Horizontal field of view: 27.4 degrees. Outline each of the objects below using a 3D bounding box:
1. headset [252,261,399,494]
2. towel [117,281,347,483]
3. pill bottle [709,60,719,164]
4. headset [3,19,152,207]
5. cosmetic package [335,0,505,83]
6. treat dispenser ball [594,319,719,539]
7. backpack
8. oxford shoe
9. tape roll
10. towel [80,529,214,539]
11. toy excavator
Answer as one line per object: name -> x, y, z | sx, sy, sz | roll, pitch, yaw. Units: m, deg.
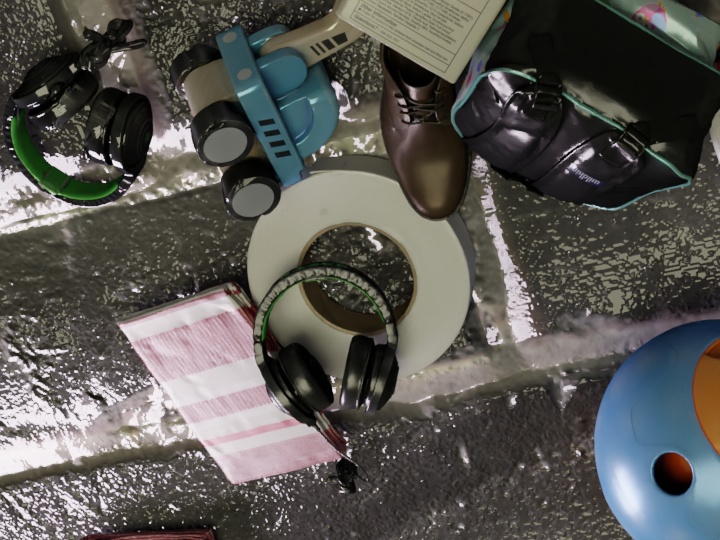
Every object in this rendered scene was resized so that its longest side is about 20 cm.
headset -> -0.024, 0.092, 1.270 | 0.122, 0.094, 0.203 | -8, 98, 4
towel -> -0.116, 0.105, 1.339 | 0.143, 0.023, 0.201 | -17, 117, 34
pill bottle -> 0.357, -0.128, 1.078 | 0.198, 0.111, 0.112 | -18, 111, 21
headset -> -0.232, -0.127, 1.224 | 0.123, 0.094, 0.201 | 31, 130, -4
cosmetic package -> 0.074, -0.245, 1.020 | 0.104, 0.071, 0.201 | 30, 119, -8
treat dispenser ball -> 0.286, 0.140, 1.177 | 0.198, 0.201, 0.204 | 6, 117, 11
backpack -> 0.163, -0.131, 1.087 | 0.174, 0.155, 0.200 | 25, 162, -5
oxford shoe -> 0.044, -0.130, 1.156 | 0.072, 0.085, 0.203 | -8, 108, 9
tape roll -> 0.000, 0.000, 1.272 | 0.200, 0.037, 0.205 | 6, 117, 12
towel -> -0.194, 0.352, 1.494 | 0.142, 0.023, 0.202 | -6, 114, 17
toy excavator -> -0.051, -0.164, 1.163 | 0.198, 0.100, 0.195 | -25, 138, 0
